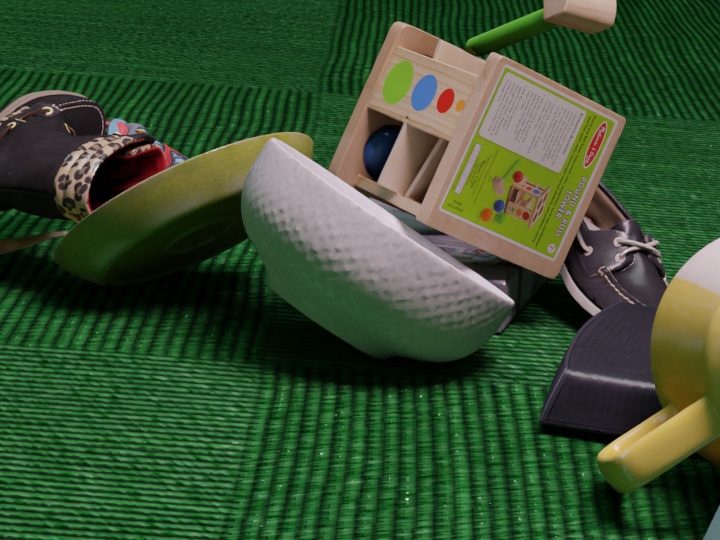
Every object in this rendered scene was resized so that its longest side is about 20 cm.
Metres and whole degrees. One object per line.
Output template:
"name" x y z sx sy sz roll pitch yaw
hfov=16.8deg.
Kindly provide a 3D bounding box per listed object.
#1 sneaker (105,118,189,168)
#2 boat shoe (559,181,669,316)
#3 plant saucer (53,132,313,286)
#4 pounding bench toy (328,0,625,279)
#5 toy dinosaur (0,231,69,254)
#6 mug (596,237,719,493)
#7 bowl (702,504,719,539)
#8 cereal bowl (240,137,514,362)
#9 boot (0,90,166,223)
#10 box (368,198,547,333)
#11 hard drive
"sneaker" -0.158 -0.057 1.902 0.095 0.080 0.200 7 23 -12
"boat shoe" 0.184 -0.011 1.755 0.074 0.060 0.200 15 21 -25
"plant saucer" -0.118 -0.036 1.713 0.200 0.031 0.200 -24 -11 -5
"pounding bench toy" 0.091 -0.123 1.734 0.124 0.200 0.156 22 4 -35
"toy dinosaur" -0.314 -0.018 1.759 0.101 0.058 0.200 34 23 31
"mug" 0.236 0.064 1.362 0.149 0.187 0.153 25 0 1
"bowl" 0.265 0.128 1.218 0.200 0.105 0.201 5 15 -1
"cereal bowl" 0.000 0.000 1.612 0.200 0.083 0.200 33 4 -2
"boot" -0.207 -0.080 1.771 0.150 0.073 0.200 8 16 28
"box" 0.053 -0.007 1.808 0.155 0.041 0.200 9 16 13
"hard drive" 0.196 0.064 1.565 0.134 0.042 0.200 8 15 16
